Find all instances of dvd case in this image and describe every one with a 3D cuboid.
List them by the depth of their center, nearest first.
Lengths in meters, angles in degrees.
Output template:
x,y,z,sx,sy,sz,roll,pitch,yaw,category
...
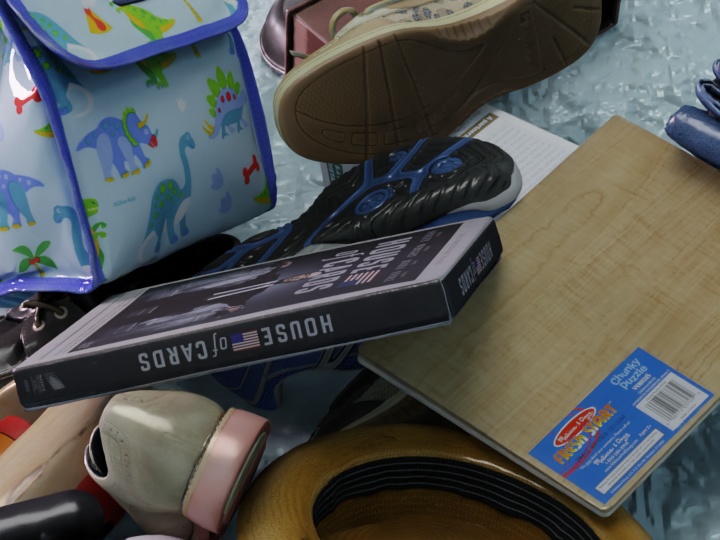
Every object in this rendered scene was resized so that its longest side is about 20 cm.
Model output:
x,y,z,sx,sy,sz,roll,pitch,yaw,category
-0.043,0.018,1.142,0.200,0.025,0.150,-13,9,14,dvd case

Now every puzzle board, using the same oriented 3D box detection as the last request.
x,y,z,sx,sy,sz,roll,pitch,yaw,category
0.119,0.018,1.185,0.151,0.017,0.200,32,59,28,puzzle board

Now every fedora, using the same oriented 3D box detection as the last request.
x,y,z,sx,sy,sz,roll,pitch,yaw,category
0.039,0.149,1.106,0.200,0.082,0.201,8,32,-5,fedora

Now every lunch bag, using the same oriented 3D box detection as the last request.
x,y,z,sx,sy,sz,roll,pitch,yaw,category
-0.142,-0.101,1.279,0.127,0.200,0.170,-8,10,34,lunch bag

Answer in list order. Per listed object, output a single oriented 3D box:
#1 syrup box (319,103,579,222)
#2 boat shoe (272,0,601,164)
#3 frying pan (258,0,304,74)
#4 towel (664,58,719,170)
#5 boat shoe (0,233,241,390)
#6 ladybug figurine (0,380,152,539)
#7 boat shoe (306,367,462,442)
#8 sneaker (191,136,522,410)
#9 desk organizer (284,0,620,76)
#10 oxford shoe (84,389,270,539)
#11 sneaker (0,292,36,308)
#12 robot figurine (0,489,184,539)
x,y,z,sx,sy,sz,roll,pitch,yaw,category
0.076,-0.024,1.309,0.081,0.079,0.200,-38,47,-26,syrup box
0.033,-0.113,1.314,0.200,0.073,0.063,-22,34,-26,boat shoe
-0.001,-0.134,1.497,0.115,0.031,0.190,-16,38,-2,frying pan
0.252,-0.036,1.223,0.200,0.112,0.049,30,93,18,towel
-0.149,0.029,1.309,0.200,0.057,0.069,-18,42,-18,boat shoe
-0.172,0.116,1.210,0.200,0.072,0.136,-44,20,-22,ladybug figurine
0.018,0.083,1.222,0.200,0.073,0.065,-40,21,-17,boat shoe
0.000,0.000,1.264,0.200,0.077,0.076,-29,23,20,sneaker
0.057,-0.146,1.436,0.200,0.072,0.077,-31,57,-27,desk organizer
-0.087,0.087,1.149,0.074,0.200,0.071,25,72,1,oxford shoe
-0.157,-0.048,1.418,0.200,0.077,0.081,-37,23,-19,sneaker
-0.137,0.191,1.097,0.200,0.150,0.125,-17,24,-3,robot figurine
